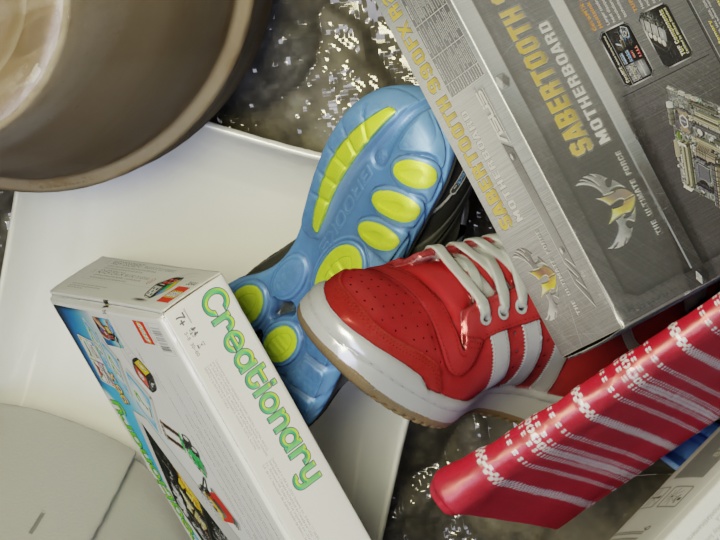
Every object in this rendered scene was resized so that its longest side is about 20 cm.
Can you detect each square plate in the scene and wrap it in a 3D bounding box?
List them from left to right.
[{"bbox_3d":[-0.066,0.025,1.081,0.197,0.028,0.201,16,114,4],"label":"square plate"}]

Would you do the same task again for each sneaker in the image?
[{"bbox_3d":[0.000,-0.001,1.001,0.071,0.083,0.200,51,130,20],"label":"sneaker"},{"bbox_3d":[0.065,0.004,0.932,0.113,0.200,0.071,-48,61,20],"label":"sneaker"}]

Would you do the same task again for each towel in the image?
[{"bbox_3d":[0.126,0.039,0.940,0.200,0.145,0.023,-36,72,13],"label":"towel"}]

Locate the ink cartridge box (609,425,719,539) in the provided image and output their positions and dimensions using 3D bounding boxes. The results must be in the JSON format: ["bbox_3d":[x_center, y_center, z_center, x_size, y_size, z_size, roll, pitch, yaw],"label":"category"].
[{"bbox_3d":[0.177,0.174,0.989,0.200,0.162,0.050,55,154,-13],"label":"ink cartridge box"}]

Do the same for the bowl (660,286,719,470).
[{"bbox_3d":[0.190,0.004,1.018,0.199,0.039,0.202,4,113,9],"label":"bowl"}]

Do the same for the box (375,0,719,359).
[{"bbox_3d":[0.099,-0.090,0.910,0.201,0.158,0.048,62,152,2],"label":"box"}]

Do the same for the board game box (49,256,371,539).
[{"bbox_3d":[-0.051,0.088,1.025,0.035,0.126,0.201,-36,109,-21],"label":"board game box"}]

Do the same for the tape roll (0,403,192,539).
[{"bbox_3d":[-0.175,0.180,1.088,0.202,0.139,0.204,8,123,12],"label":"tape roll"}]

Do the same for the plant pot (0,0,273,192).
[{"bbox_3d":[-0.147,-0.118,0.942,0.199,0.174,0.201,2,102,10],"label":"plant pot"}]
